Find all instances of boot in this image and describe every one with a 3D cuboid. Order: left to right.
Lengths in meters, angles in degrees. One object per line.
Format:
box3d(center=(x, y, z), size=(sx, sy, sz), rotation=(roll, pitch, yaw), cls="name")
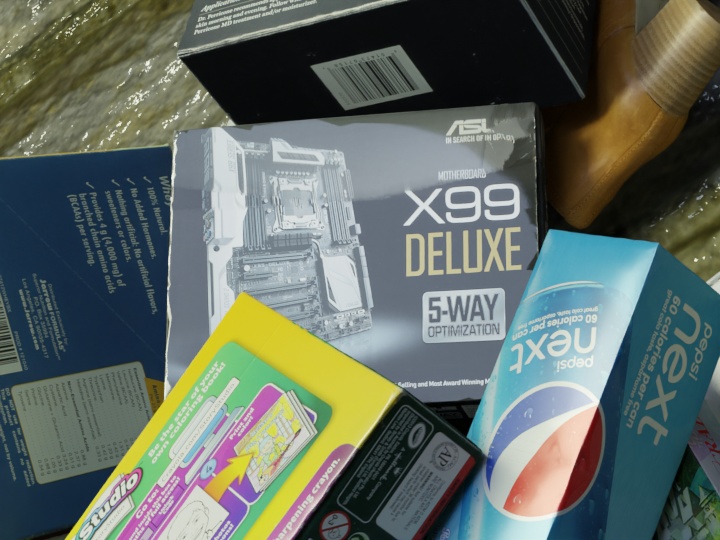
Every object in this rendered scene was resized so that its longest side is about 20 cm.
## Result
box3d(center=(0.130, -0.121, 1.047), size=(0.144, 0.071, 0.202), rotation=(-49, 26, 22), cls="boot")

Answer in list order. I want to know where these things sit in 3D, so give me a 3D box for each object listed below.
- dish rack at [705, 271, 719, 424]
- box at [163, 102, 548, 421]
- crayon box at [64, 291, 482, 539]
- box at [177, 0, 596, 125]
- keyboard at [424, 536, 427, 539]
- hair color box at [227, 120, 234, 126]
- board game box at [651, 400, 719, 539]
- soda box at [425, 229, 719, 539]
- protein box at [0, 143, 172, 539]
box3d(center=(0.186, 0.078, 0.871), size=(0.171, 0.044, 0.200), rotation=(-39, 44, 11), cls="dish rack")
box3d(center=(0.000, 0.000, 0.980), size=(0.199, 0.050, 0.159), rotation=(-3, 73, 12), cls="box")
box3d(center=(-0.060, 0.123, 0.828), size=(0.200, 0.058, 0.172), rotation=(-54, 28, -5), cls="crayon box")
box3d(center=(0.024, -0.174, 1.024), size=(0.199, 0.104, 0.183), rotation=(-9, 53, 29), cls="box")
box3d(center=(0.007, 0.132, 0.885), size=(0.199, 0.040, 0.105), rotation=(-4, 65, 27), cls="keyboard")
box3d(center=(-0.033, -0.049, 1.122), size=(0.110, 0.064, 0.201), rotation=(-2, 61, 41), cls="hair color box")
box3d(center=(0.098, 0.149, 0.853), size=(0.200, 0.041, 0.200), rotation=(-53, 39, 23), cls="board game box")
box3d(center=(0.085, 0.088, 0.791), size=(0.064, 0.068, 0.201), rotation=(8, 70, 46), cls="soda box")
box3d(center=(-0.187, 0.051, 1.020), size=(0.135, 0.199, 0.200), rotation=(-24, 80, 40), cls="protein box")
